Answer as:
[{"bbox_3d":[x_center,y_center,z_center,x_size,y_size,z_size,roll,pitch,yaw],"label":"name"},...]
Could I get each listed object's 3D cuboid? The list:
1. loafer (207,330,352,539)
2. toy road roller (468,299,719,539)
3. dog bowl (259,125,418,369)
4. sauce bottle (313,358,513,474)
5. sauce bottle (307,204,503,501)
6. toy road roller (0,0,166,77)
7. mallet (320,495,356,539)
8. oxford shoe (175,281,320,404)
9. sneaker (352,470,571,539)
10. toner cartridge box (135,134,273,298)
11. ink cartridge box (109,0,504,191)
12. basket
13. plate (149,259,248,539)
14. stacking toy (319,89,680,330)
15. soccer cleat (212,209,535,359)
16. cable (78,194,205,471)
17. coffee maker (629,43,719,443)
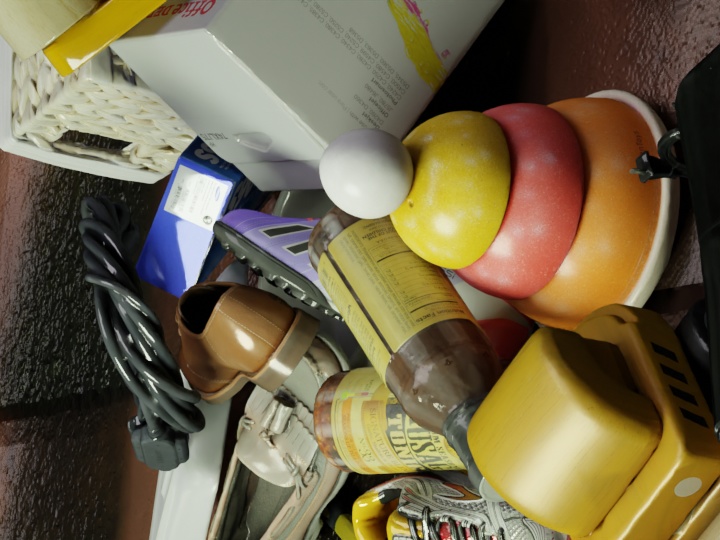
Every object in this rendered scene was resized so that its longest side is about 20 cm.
[{"bbox_3d":[-0.052,0.125,1.787,0.072,0.063,0.201,45,139,29],"label":"loafer"},{"bbox_3d":[0.143,0.107,1.443,0.123,0.145,0.200,-57,36,34],"label":"toy road roller"},{"bbox_3d":[0.000,0.000,1.832,0.200,0.058,0.201,-26,59,55],"label":"dog bowl"},{"bbox_3d":[0.065,0.081,1.642,0.199,0.066,0.066,-8,73,40],"label":"sauce bottle"},{"bbox_3d":[0.037,0.045,1.596,0.065,0.064,0.200,-58,46,32],"label":"sauce bottle"},{"bbox_3d":[-0.147,-0.225,1.742,0.200,0.123,0.146,-36,12,12],"label":"toy road roller"},{"bbox_3d":[-0.005,0.155,1.820,0.066,0.041,0.200,-69,27,20],"label":"mallet"},{"bbox_3d":[-0.084,0.034,1.764,0.072,0.071,0.200,-59,10,-15],"label":"oxford shoe"},{"bbox_3d":[0.063,0.158,1.634,0.200,0.082,0.078,8,109,62],"label":"sneaker"},{"bbox_3d":[-0.088,-0.062,1.917,0.095,0.043,0.200,-65,-4,26],"label":"toner cartridge box"},{"bbox_3d":[-0.022,-0.169,1.766,0.200,0.146,0.147,-54,24,-18],"label":"ink cartridge box"},{"bbox_3d":[-0.170,-0.181,2.009,0.123,0.135,0.201,-32,54,50],"label":"basket"},{"bbox_3d":[-0.113,0.120,1.921,0.200,0.032,0.200,108,171,-48],"label":"plate"},{"bbox_3d":[0.064,-0.046,1.593,0.146,0.199,0.147,-28,56,53],"label":"stacking toy"},{"bbox_3d":[0.010,0.000,1.707,0.068,0.199,0.073,46,-110,-85],"label":"soccer cleat"},{"bbox_3d":[-0.133,0.030,1.749,0.200,0.051,0.164,84,172,-71],"label":"cable"},{"bbox_3d":[0.224,-0.006,1.395,0.192,0.134,0.201,117,154,-61],"label":"coffee maker"}]
